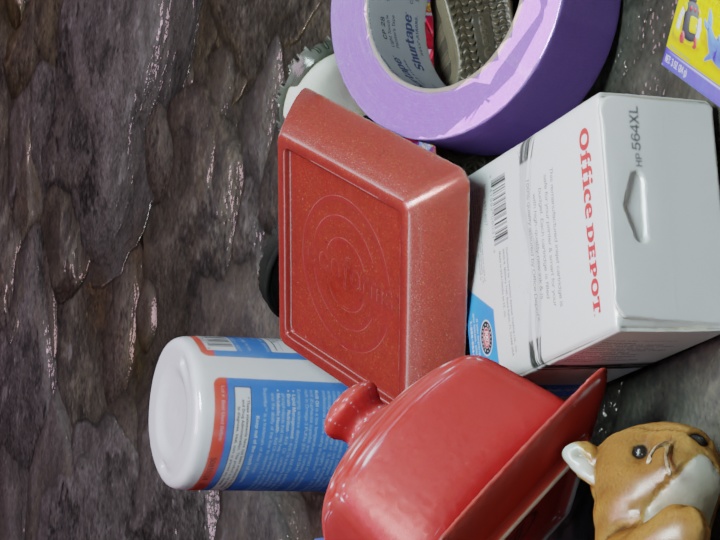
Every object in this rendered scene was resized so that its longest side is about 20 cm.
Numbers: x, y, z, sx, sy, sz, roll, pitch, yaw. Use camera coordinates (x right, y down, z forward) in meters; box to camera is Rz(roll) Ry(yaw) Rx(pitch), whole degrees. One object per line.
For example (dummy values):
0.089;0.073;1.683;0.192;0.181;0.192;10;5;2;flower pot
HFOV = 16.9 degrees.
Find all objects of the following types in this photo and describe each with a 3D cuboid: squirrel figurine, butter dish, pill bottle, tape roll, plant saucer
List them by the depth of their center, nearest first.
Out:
0.156;0.189;1.391;0.200;0.141;0.187;125;148;-46;squirrel figurine
0.041;0.127;1.496;0.148;0.199;0.200;39;160;15;butter dish
0.074;-0.180;1.605;0.199;0.065;0.201;-8;78;41;tape roll
0.000;0.000;1.629;0.199;0.037;0.201;31;127;49;plant saucer
-0.046;0.107;1.774;0.112;0.199;0.113;-176;90;-67;pill bottle

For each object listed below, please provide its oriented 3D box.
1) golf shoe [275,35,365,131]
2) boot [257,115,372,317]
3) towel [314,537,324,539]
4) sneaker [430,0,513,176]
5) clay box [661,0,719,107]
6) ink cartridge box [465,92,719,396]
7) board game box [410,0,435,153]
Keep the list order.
-0.010;-0.088;1.850;0.088;0.077;0.201;39;148;37;golf shoe
0.006;0.010;1.734;0.158;0.079;0.212;59;145;28;boot
0.047;0.247;1.605;0.024;0.144;0.201;77;-177;-48;towel
0.084;-0.128;1.696;0.076;0.070;0.201;104;166;-81;sneaker
0.236;-0.189;1.354;0.115;0.047;0.201;-132;49;-58;clay box
0.141;-0.011;1.502;0.200;0.084;0.147;150;119;-63;ink cartridge box
0.034;-0.158;1.818;0.158;0.039;0.201;172;100;-66;board game box
